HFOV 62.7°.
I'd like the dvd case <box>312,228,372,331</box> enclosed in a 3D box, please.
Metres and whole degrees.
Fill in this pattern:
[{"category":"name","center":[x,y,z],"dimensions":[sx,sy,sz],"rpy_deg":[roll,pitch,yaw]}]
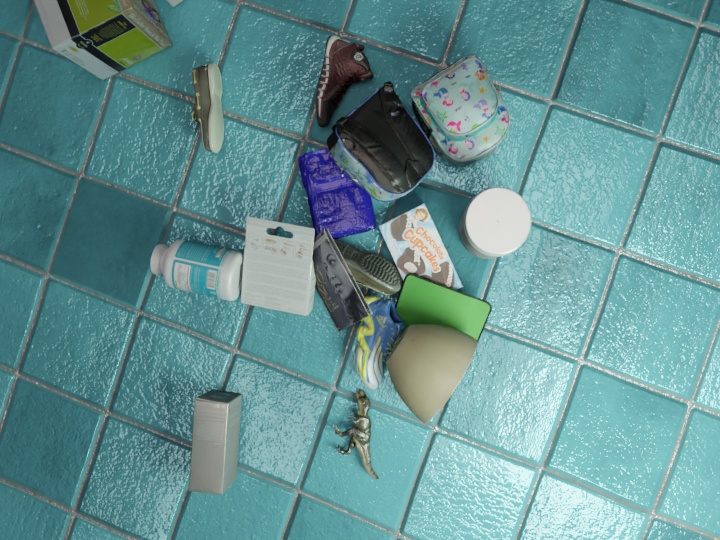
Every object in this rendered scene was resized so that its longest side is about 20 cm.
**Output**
[{"category":"dvd case","center":[-0.059,0.025,1.280],"dimensions":[0.016,0.148,0.202],"rpy_deg":[-26,86,-33]}]

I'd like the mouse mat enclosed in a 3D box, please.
[{"category":"mouse mat","center":[0.169,0.105,1.281],"dimensions":[0.197,0.008,0.163],"rpy_deg":[20,117,5]}]

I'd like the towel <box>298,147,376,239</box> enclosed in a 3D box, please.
[{"category":"towel","center":[-0.053,-0.175,1.317],"dimensions":[0.145,0.050,0.204],"rpy_deg":[-13,89,7]}]

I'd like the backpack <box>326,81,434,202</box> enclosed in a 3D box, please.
[{"category":"backpack","center":[0.048,-0.250,1.245],"dimensions":[0.183,0.147,0.201],"rpy_deg":[-42,93,-17]}]

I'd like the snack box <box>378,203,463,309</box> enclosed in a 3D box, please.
[{"category":"snack box","center":[0.133,-0.031,1.302],"dimensions":[0.115,0.037,0.203],"rpy_deg":[-26,88,7]}]

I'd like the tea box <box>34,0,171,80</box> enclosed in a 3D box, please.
[{"category":"tea box","center":[-0.557,-0.548,1.295],"dimensions":[0.194,0.200,0.136],"rpy_deg":[-22,87,4]}]

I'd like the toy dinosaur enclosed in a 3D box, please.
[{"category":"toy dinosaur","center":[-0.011,0.373,1.317],"dimensions":[0.086,0.047,0.204],"rpy_deg":[-6,93,-1]}]

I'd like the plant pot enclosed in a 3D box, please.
[{"category":"plant pot","center":[0.131,0.189,1.219],"dimensions":[0.133,0.200,0.202],"rpy_deg":[34,94,3]}]

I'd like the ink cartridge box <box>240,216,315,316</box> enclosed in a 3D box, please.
[{"category":"ink cartridge box","center":[-0.177,-0.011,1.303],"dimensions":[0.159,0.057,0.204],"rpy_deg":[10,105,8]}]

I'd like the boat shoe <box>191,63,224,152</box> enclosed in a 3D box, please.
[{"category":"boat shoe","center":[-0.349,-0.365,1.339],"dimensions":[0.059,0.072,0.206],"rpy_deg":[-4,84,8]}]

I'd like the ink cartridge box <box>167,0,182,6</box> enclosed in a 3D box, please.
[{"category":"ink cartridge box","center":[-0.435,-0.737,1.309],"dimensions":[0.146,0.145,0.202],"rpy_deg":[-31,87,5]}]

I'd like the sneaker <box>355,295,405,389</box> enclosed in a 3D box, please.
[{"category":"sneaker","center":[0.045,0.155,1.278],"dimensions":[0.103,0.075,0.204],"rpy_deg":[-7,89,32]}]

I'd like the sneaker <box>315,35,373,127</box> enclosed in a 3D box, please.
[{"category":"sneaker","center":[-0.032,-0.412,1.303],"dimensions":[0.113,0.076,0.204],"rpy_deg":[10,91,3]}]

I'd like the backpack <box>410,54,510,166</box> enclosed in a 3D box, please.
[{"category":"backpack","center":[0.217,-0.329,1.244],"dimensions":[0.176,0.151,0.202],"rpy_deg":[-29,92,4]}]

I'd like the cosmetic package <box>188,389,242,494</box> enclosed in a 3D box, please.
[{"category":"cosmetic package","center":[-0.322,0.380,1.319],"dimensions":[0.088,0.107,0.204],"rpy_deg":[7,89,6]}]

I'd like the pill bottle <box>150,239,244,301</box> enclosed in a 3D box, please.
[{"category":"pill bottle","center":[-0.362,-0.005,1.320],"dimensions":[0.196,0.111,0.113],"rpy_deg":[13,91,6]}]

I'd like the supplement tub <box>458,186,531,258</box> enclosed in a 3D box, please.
[{"category":"supplement tub","center":[0.269,-0.092,1.206],"dimensions":[0.129,0.200,0.135],"rpy_deg":[0,90,6]}]

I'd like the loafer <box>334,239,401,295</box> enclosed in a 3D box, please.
[{"category":"loafer","center":[0.000,0.000,1.305],"dimensions":[0.198,0.075,0.070],"rpy_deg":[28,135,12]}]
